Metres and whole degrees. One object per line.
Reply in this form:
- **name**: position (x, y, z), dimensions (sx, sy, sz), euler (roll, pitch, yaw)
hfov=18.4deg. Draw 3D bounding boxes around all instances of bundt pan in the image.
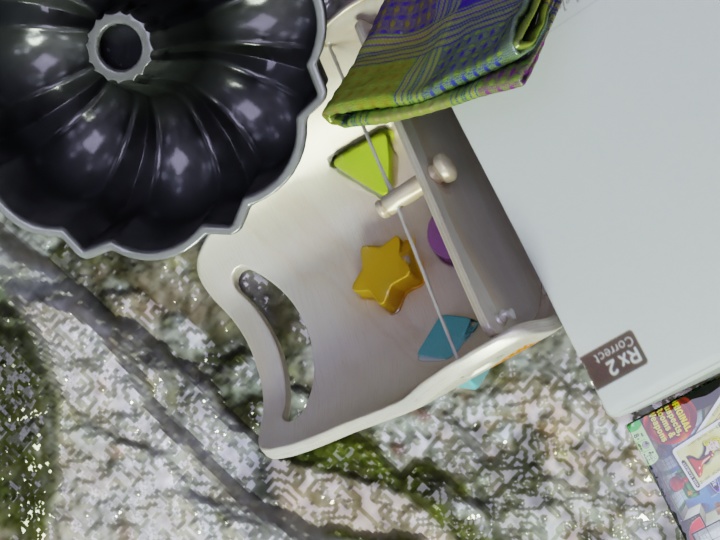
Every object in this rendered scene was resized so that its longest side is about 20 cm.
- **bundt pan**: position (-0.104, -0.109, 1.063), dimensions (0.200, 0.076, 0.204), euler (2, 100, 12)

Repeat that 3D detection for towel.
- **towel**: position (0.061, -0.157, 1.018), dimensions (0.023, 0.143, 0.201), euler (37, 63, -27)

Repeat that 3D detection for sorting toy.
- **sorting toy**: position (0.000, 0.000, 1.102), dimensions (0.179, 0.107, 0.201), euler (-34, 61, 23)

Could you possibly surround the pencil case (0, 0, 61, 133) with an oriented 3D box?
- **pencil case**: position (-0.181, -0.143, 1.150), dimensions (0.083, 0.091, 0.202), euler (16, 93, -23)

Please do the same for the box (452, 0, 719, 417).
- **box**: position (0.172, -0.070, 1.014), dimensions (0.198, 0.130, 0.201), euler (-32, 81, 35)

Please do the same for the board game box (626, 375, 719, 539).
- **board game box**: position (0.221, 0.141, 1.087), dimensions (0.104, 0.023, 0.201), euler (-28, 83, 7)
